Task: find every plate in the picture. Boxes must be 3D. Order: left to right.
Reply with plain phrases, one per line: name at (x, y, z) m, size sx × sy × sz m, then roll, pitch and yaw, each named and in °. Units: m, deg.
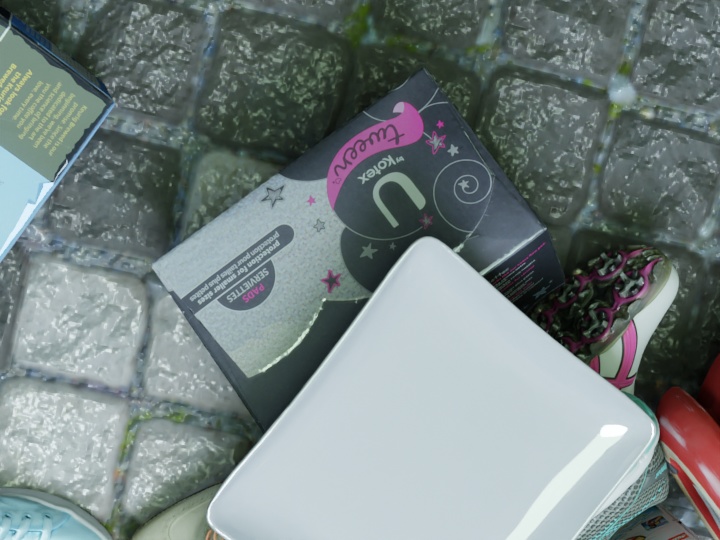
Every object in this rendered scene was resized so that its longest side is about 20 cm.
plate at (0.039, 0.108, 1.395) m, size 0.200 × 0.032 × 0.200 m, roll 39°, pitch 89°, yaw -25°

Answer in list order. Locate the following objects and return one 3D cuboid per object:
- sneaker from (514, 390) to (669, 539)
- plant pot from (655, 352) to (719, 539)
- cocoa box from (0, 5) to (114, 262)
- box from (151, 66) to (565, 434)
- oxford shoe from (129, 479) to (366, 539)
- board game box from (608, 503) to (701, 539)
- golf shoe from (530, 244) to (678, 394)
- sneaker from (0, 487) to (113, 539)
sneaker at (0.104, 0.158, 1.489) m, size 0.200 × 0.078 × 0.091 m, roll -33°, pitch 142°, yaw 7°
plant pot at (0.287, 0.103, 1.494) m, size 0.182 × 0.200 × 0.201 m, roll -33°, pitch 101°, yaw -2°
cocoa box at (-0.250, -0.060, 1.427) m, size 0.131 × 0.133 × 0.200 m, roll 36°, pitch 92°, yaw -12°
box at (0.000, 0.000, 1.460) m, size 0.200 × 0.115 × 0.132 m, roll -35°, pitch 71°, yaw -2°
oxford shoe at (-0.067, 0.155, 1.478) m, size 0.199 × 0.074 × 0.071 m, roll -17°, pitch 82°, yaw 29°
board game box at (0.110, 0.205, 1.522) m, size 0.199 × 0.126 × 0.035 m, roll -23°, pitch 100°, yaw -4°
golf shoe at (0.134, 0.073, 1.538) m, size 0.092 × 0.073 × 0.200 m, roll 31°, pitch 104°, yaw -31°
sneaker at (-0.242, 0.164, 1.487) m, size 0.199 × 0.082 × 0.074 m, roll 13°, pitch 97°, yaw -10°
